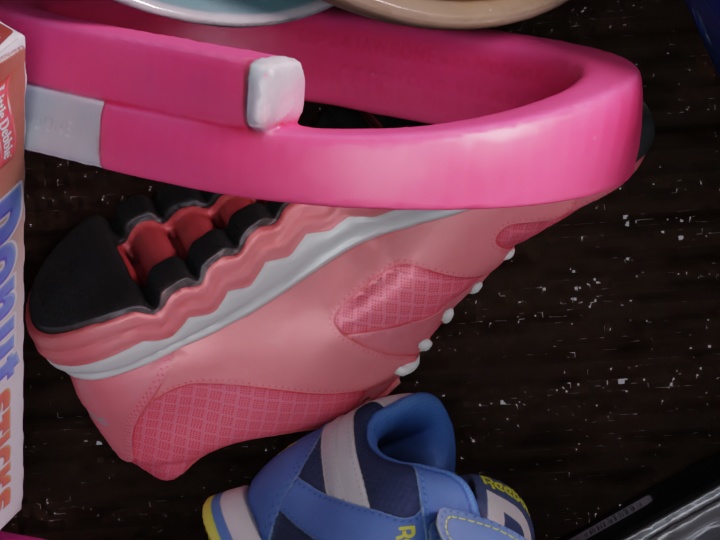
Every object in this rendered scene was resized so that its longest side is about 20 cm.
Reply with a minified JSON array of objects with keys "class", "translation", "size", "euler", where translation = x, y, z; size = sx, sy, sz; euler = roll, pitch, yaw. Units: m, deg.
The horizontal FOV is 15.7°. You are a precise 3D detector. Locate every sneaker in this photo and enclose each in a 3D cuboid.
[{"class":"sneaker","translation":[0.022,0.102,0.730],"size":[0.082,0.200,0.074],"euler":[-38,130,1]},{"class":"sneaker","translation":[0.000,0.000,0.806],"size":[0.199,0.074,0.087],"euler":[-23,124,-3]}]

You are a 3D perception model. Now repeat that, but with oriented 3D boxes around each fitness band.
[{"class":"fitness band","translation":[-0.017,-0.052,0.720],"size":[0.199,0.143,0.038],"euler":[15,108,41]}]

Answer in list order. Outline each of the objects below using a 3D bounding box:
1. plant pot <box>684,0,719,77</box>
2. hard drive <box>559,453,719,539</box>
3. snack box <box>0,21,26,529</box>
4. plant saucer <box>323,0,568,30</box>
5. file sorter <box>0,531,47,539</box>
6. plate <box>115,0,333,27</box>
[{"class":"plant pot","translation":[0.207,-0.045,0.724],"size":[0.199,0.200,0.180],"euler":[-20,126,-2]},{"class":"hard drive","translation":[0.150,0.154,0.841],"size":[0.139,0.038,0.201],"euler":[-28,100,2]},{"class":"snack box","translation":[-0.129,-0.004,0.739],"size":[0.072,0.024,0.201],"euler":[30,141,19]},{"class":"plant saucer","translation":[-0.001,-0.156,0.737],"size":[0.199,0.029,0.201],"euler":[15,62,-30]},{"class":"file sorter","translation":[-0.114,0.193,0.760],"size":[0.125,0.139,0.201],"euler":[-14,102,-42]},{"class":"plate","translation":[-0.072,-0.148,0.730],"size":[0.200,0.200,0.026],"euler":[41,133,-8]}]
